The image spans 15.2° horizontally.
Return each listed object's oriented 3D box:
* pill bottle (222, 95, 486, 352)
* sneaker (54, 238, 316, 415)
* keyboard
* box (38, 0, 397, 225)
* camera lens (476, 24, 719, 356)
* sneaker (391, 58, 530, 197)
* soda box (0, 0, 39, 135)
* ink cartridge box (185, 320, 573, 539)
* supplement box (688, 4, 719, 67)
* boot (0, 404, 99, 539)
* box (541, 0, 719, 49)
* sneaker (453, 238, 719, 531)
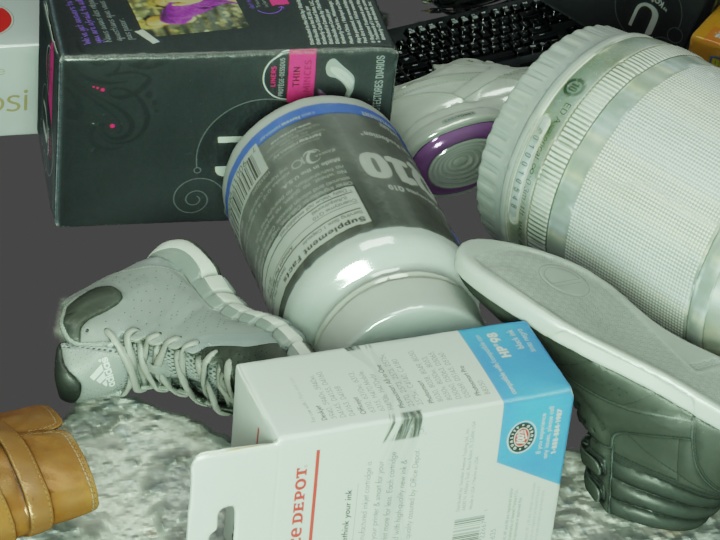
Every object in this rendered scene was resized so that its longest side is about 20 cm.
[{"bbox_3d":[0.000,0.000,1.505,0.113,0.114,0.200,-6,38,-17],"label":"pill bottle"},{"bbox_3d":[-0.101,0.058,1.456,0.115,0.075,0.200,-19,32,-24],"label":"sneaker"},{"bbox_3d":[0.090,-0.171,1.822,0.199,0.040,0.104,-15,41,-28],"label":"keyboard"},{"bbox_3d":[-0.089,-0.107,1.621,0.199,0.123,0.106,-3,37,-12],"label":"box"},{"bbox_3d":[0.186,-0.034,1.539,0.200,0.160,0.160,32,43,32],"label":"camera lens"},{"bbox_3d":[0.100,-0.111,1.707,0.199,0.075,0.100,-13,40,-24],"label":"sneaker"},{"bbox_3d":[-0.269,-0.124,1.680,0.199,0.068,0.064,-4,36,-14],"label":"soda box"},{"bbox_3d":[-0.001,0.101,1.361,0.199,0.116,0.067,-8,38,-19],"label":"ink cartridge box"},{"bbox_3d":[0.284,-0.162,1.815,0.066,0.069,0.200,19,39,21],"label":"supplement box"},{"bbox_3d":[-0.204,0.133,1.339,0.155,0.077,0.200,-4,29,-20],"label":"boot"},{"bbox_3d":[0.213,-0.253,1.793,0.122,0.200,0.106,33,34,14],"label":"box"},{"bbox_3d":[0.122,0.067,1.426,0.200,0.099,0.071,32,31,7],"label":"sneaker"}]
